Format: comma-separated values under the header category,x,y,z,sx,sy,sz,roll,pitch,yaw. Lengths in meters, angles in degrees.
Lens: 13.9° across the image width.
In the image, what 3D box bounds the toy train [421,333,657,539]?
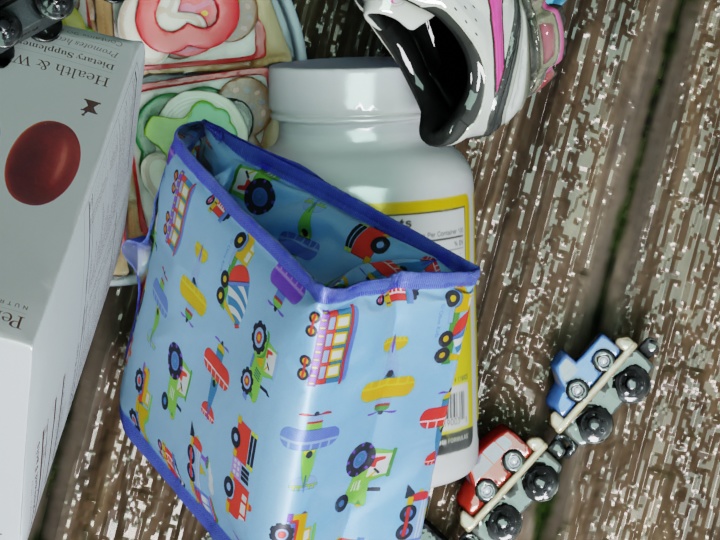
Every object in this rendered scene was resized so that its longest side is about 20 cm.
category,x,y,z,sx,sy,sz,roll,pitch,yaw
toy train,0.073,0.103,1.484,0.046,0.034,0.200,43,91,2

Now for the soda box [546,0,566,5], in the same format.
category,x,y,z,sx,sy,sz,roll,pitch,yaw
soda box,0.003,-0.170,1.437,0.200,0.064,0.068,37,91,-9

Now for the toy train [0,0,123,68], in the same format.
category,x,y,z,sx,sy,sz,roll,pitch,yaw
toy train,-0.103,-0.153,1.342,0.199,0.034,0.046,-32,82,-27

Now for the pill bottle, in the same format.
category,x,y,z,sx,sy,sz,roll,pitch,yaw
pill bottle,0.000,0.000,1.429,0.112,0.112,0.202,-2,97,-6

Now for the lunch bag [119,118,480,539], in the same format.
category,x,y,z,sx,sy,sz,roll,pitch,yaw
lunch bag,-0.053,0.032,1.357,0.094,0.200,0.151,-7,118,-38

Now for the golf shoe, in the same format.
category,x,y,z,sx,sy,sz,roll,pitch,yaw
golf shoe,0.030,-0.153,1.340,0.092,0.072,0.201,-43,118,-44

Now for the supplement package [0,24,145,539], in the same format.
category,x,y,z,sx,sy,sz,roll,pitch,yaw
supplement package,-0.214,-0.009,1.328,0.190,0.201,0.148,12,136,1

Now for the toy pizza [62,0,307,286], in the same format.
category,x,y,z,sx,sy,sz,roll,pitch,yaw
toy pizza,-0.123,-0.091,1.448,0.199,0.032,0.202,-1,96,-7
